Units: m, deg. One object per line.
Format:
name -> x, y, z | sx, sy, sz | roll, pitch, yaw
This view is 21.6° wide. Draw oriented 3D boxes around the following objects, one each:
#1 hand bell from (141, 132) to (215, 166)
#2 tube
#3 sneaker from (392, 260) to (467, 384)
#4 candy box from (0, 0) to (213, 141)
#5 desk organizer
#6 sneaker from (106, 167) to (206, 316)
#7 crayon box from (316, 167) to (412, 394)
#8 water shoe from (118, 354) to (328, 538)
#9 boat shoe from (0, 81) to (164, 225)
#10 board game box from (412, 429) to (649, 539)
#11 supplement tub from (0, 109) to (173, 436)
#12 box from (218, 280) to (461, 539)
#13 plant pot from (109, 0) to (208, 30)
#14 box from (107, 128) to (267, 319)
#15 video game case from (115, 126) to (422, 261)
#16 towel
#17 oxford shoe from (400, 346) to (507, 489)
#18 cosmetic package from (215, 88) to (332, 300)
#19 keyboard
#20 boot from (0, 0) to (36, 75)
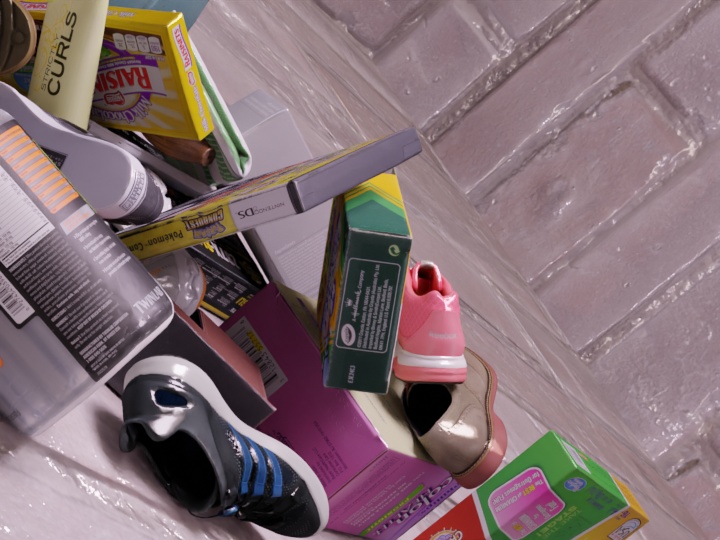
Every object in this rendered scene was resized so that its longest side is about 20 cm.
hand bell -> -0.193, -0.134, 1.546 | 0.200, 0.104, 0.104 | 33, 0, 29
tube -> -0.223, -0.152, 1.419 | 0.058, 0.201, 0.052 | 17, 18, 8
sneaker -> 0.050, 0.029, 1.574 | 0.074, 0.087, 0.200 | 3, 15, -16
candy box -> -0.209, -0.159, 1.472 | 0.200, 0.026, 0.102 | 10, -48, 32
desk organizer -> -0.156, 0.042, 1.342 | 0.200, 0.072, 0.077 | 46, 8, -22
sneaker -> -0.193, -0.035, 1.470 | 0.092, 0.076, 0.200 | 26, 19, -43
crayon box -> 0.000, 0.000, 1.467 | 0.051, 0.126, 0.200 | 7, 18, -5
water shoe -> -0.099, 0.142, 1.292 | 0.200, 0.071, 0.079 | 45, 38, -32
boat shoe -> -0.222, -0.081, 1.363 | 0.200, 0.070, 0.066 | 20, -8, 30
board game box -> 0.114, 0.222, 1.484 | 0.153, 0.200, 0.040 | 36, 17, -52
supplement tub -> -0.216, -0.011, 1.118 | 0.200, 0.122, 0.123 | 49, 10, -4
box -> -0.022, 0.121, 1.564 | 0.176, 0.097, 0.200 | 54, 11, 23
plant pot -> -0.231, -0.253, 1.723 | 0.141, 0.200, 0.141 | 52, 10, 9
box -> -0.170, -0.046, 1.667 | 0.200, 0.049, 0.160 | 35, 20, -57
video game case -> -0.073, -0.054, 1.400 | 0.200, 0.180, 0.026 | -30, 102, -59
towel -> -0.154, -0.136, 1.573 | 0.153, 0.023, 0.200 | 61, -19, -10
oxford shoe -> 0.069, 0.100, 1.569 | 0.075, 0.070, 0.200 | 39, 12, -22
cosmetic package -> -0.068, -0.053, 1.686 | 0.200, 0.090, 0.107 | 65, -9, -23
keyboard -> -0.181, -0.091, 1.554 | 0.056, 0.011, 0.200 | 19, -7, 36
boot -> -0.284, -0.173, 1.374 | 0.175, 0.066, 0.200 | 11, 4, 13
